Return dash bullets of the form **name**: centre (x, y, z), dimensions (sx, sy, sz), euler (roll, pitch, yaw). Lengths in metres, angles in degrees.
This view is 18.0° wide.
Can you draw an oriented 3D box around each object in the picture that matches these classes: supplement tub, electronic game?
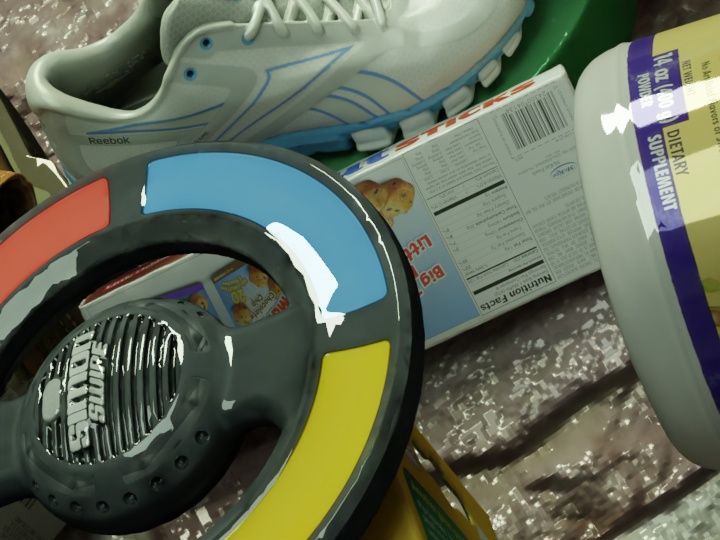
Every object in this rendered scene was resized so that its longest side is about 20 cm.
- **supplement tub**: centre (0.181, -0.027, 0.720), dimensions (0.199, 0.145, 0.146), euler (-17, 55, 16)
- **electronic game**: centre (-0.072, 0.044, 0.710), dimensions (0.199, 0.042, 0.201), euler (-16, 52, 21)

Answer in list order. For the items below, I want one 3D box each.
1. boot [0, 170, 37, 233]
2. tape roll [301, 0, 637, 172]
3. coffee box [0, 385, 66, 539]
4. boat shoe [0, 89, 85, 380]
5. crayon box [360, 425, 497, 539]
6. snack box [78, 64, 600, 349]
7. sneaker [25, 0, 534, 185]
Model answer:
- **boot**: centre (-0.210, 0.038, 0.819), dimensions (0.155, 0.077, 0.200), euler (6, 54, 26)
- **tape roll**: centre (0.010, -0.109, 0.913), dimensions (0.200, 0.048, 0.201), euler (-12, 56, 19)
- **coffee box**: centre (-0.210, 0.116, 0.856), dimensions (0.113, 0.080, 0.200), euler (29, 75, 37)
- **boat shoe**: centre (-0.162, -0.038, 0.934), dimensions (0.068, 0.072, 0.200), euler (-38, 52, -2)
- **crayon box**: centre (0.030, 0.143, 0.700), dimensions (0.051, 0.126, 0.200), euler (-26, 53, 9)
- **snack box**: centre (0.000, 0.000, 0.837), dimensions (0.199, 0.072, 0.024), euler (-25, 13, 9)
- **sneaker**: centre (-0.032, -0.084, 0.833), dimensions (0.199, 0.087, 0.075), euler (-25, 51, 7)
